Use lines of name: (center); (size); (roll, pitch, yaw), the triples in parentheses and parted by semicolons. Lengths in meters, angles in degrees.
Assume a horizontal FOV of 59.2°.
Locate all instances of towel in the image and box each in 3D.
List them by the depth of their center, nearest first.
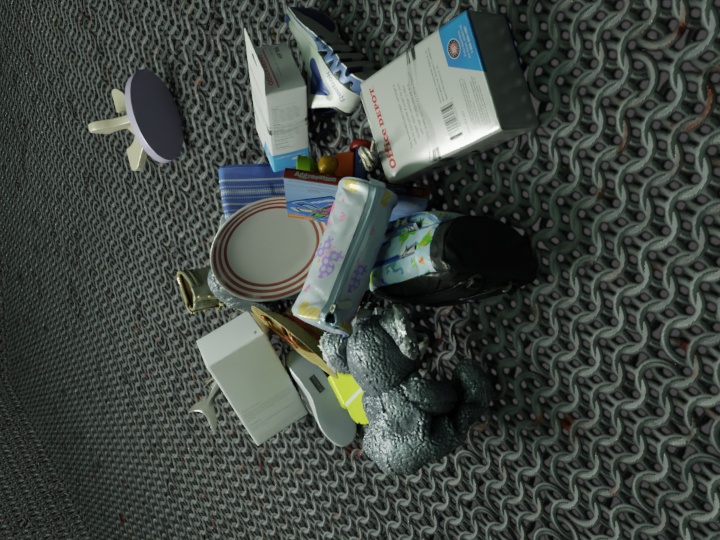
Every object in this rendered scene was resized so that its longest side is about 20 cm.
towel: (-0.157, -0.091, 1.074); (0.024, 0.144, 0.201); (137, 124, -62)

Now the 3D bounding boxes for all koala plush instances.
koala plush: (0.048, 0.145, 0.854); (0.177, 0.184, 0.201); (-19, 106, 38)
koala plush: (-0.190, -0.044, 1.148); (0.177, 0.183, 0.201); (-21, 65, 38)

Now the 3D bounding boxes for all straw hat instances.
straw hat: (-0.089, 0.088, 1.069); (0.201, 0.085, 0.201); (37, 165, 11)

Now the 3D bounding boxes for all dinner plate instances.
dinner plate: (-0.138, -0.034, 0.997); (0.024, 0.199, 0.201); (59, 140, 45)

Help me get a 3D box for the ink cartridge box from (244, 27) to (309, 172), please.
ink cartridge box: (-0.129, -0.271, 1.000); (0.200, 0.068, 0.116); (93, 157, -55)

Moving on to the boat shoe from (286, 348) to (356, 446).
boat shoe: (-0.076, 0.236, 1.172); (0.200, 0.070, 0.066); (52, 160, 12)

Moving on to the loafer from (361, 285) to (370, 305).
loafer: (0.000, 0.000, 1.010); (0.068, 0.075, 0.201); (43, 139, 30)

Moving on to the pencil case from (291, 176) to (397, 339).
pencil case: (-0.019, -0.018, 0.805); (0.083, 0.091, 0.201); (19, 81, 3)

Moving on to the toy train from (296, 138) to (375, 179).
toy train: (-0.041, -0.148, 0.908); (0.200, 0.115, 0.085); (96, 176, -75)

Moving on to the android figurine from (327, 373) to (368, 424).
android figurine: (0.003, 0.175, 1.078); (0.200, 0.041, 0.182); (58, 135, 23)

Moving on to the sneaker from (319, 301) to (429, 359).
sneaker: (0.016, 0.077, 0.970); (0.199, 0.074, 0.089); (29, 125, -8)

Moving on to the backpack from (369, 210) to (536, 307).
backpack: (0.099, -0.012, 0.840); (0.200, 0.163, 0.154); (-36, 57, 49)

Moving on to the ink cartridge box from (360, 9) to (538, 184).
ink cartridge box: (0.106, -0.213, 0.813); (0.200, 0.084, 0.147); (-18, 88, 50)

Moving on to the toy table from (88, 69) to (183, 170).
toy table: (-0.479, -0.320, 1.380); (0.117, 0.184, 0.201); (-15, 78, 33)

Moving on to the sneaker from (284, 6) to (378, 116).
sneaker: (-0.062, -0.308, 0.976); (0.200, 0.080, 0.115); (53, 132, 21)

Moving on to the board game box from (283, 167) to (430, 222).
board game box: (-0.007, -0.095, 0.896); (0.103, 0.199, 0.020); (97, -177, -62)

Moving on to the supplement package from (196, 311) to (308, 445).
supplement package: (-0.202, 0.200, 1.187); (0.117, 0.117, 0.201); (37, 154, 60)

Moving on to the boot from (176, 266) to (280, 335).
boot: (-0.258, 0.062, 1.249); (0.200, 0.154, 0.072); (53, 134, 24)

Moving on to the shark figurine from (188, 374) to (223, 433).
shark figurine: (-0.288, 0.249, 1.384); (0.089, 0.215, 0.128); (37, 103, -12)
